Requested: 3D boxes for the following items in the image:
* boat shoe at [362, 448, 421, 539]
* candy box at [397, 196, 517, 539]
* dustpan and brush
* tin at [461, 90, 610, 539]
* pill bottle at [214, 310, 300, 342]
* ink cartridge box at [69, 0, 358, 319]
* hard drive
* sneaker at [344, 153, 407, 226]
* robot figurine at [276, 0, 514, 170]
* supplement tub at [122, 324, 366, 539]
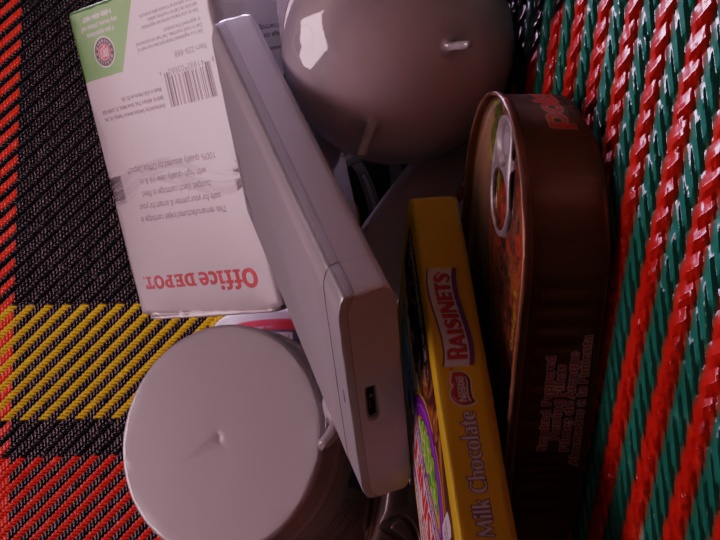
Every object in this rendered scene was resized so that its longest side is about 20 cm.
[{"bbox_3d":[0.036,0.137,0.656,0.072,0.075,0.203,121,157,-85],"label":"boat shoe"},{"bbox_3d":[0.038,0.078,0.494,0.103,0.026,0.202,90,175,-51],"label":"candy box"},{"bbox_3d":[0.016,0.005,0.651,0.201,0.057,0.140,-53,-2,-27],"label":"dustpan and brush"},{"bbox_3d":[0.066,0.025,0.497,0.112,0.041,0.202,-111,20,-61],"label":"tin"},{"bbox_3d":[-0.076,0.145,1.095,0.120,0.118,0.203,107,161,-69],"label":"pill bottle"},{"bbox_3d":[-0.089,-0.079,0.747,0.145,0.084,0.203,-3,102,44],"label":"ink cartridge box"},{"bbox_3d":[-0.025,-0.011,0.563,0.133,0.026,0.201,83,167,-45],"label":"hard drive"},{"bbox_3d":[0.000,0.000,0.818,0.078,0.077,0.202,37,134,47],"label":"sneaker"},{"bbox_3d":[0.014,-0.128,0.604,0.170,0.112,0.201,-56,22,26],"label":"robot figurine"},{"bbox_3d":[-0.040,0.115,0.733,0.200,0.130,0.134,34,-129,-64],"label":"supplement tub"}]
